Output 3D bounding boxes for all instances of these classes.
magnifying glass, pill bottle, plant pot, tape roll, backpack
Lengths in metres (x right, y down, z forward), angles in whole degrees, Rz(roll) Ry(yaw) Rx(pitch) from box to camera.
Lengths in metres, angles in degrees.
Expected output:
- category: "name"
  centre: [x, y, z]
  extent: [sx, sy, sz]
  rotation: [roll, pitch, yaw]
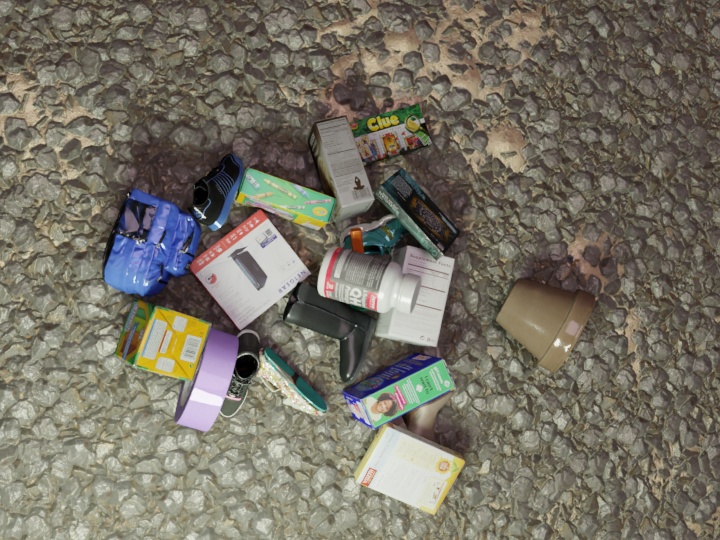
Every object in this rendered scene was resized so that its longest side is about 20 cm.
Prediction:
- category: "magnifying glass"
  centre: [0.000, 0.000, 1.733]
  extent: [0.080, 0.022, 0.200]
  rotation: [-9, 120, -3]
- category: "pill bottle"
  centre: [0.020, 0.025, 1.649]
  extent: [0.200, 0.111, 0.111]
  rotation: [15, 81, 13]
- category: "plant pot"
  centre: [0.410, 0.104, 1.797]
  extent: [0.175, 0.200, 0.200]
  rotation: [30, 79, 9]
- category: "tape roll"
  centre: [-0.311, 0.219, 1.595]
  extent: [0.066, 0.200, 0.200]
  rotation: [19, 81, -16]
- category: "backpack"
  centre: [-0.426, -0.043, 1.605]
  extent: [0.168, 0.163, 0.200]
  rotation: [21, 84, 4]

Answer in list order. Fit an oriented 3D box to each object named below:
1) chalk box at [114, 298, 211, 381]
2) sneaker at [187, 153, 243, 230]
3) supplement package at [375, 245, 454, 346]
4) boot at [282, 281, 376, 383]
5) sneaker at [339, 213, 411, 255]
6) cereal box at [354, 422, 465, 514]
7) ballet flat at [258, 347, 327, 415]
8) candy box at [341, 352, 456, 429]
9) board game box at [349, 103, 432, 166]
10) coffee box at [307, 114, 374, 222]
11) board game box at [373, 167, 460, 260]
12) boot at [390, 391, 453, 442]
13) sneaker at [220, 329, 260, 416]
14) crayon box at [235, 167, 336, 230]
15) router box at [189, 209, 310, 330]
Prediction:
- category: "chalk box"
  centre: [-0.405, 0.135, 1.584]
  extent: [0.124, 0.200, 0.125]
  rotation: [22, 81, -31]
- category: "sneaker"
  centre: [-0.305, -0.181, 1.662]
  extent: [0.078, 0.070, 0.200]
  rotation: [38, 44, -35]
- category: "supplement package"
  centre: [0.119, 0.059, 1.755]
  extent: [0.117, 0.117, 0.200]
  rotation: [15, 82, -12]
- category: "boot"
  centre: [-0.077, 0.134, 1.706]
  extent: [0.200, 0.066, 0.165]
  rotation: [28, 67, -27]
- category: "sneaker"
  centre: [0.055, -0.069, 1.765]
  extent: [0.200, 0.078, 0.080]
  rotation: [-19, 58, -5]
- category: "cereal box"
  centre: [0.106, 0.426, 1.707]
  extent: [0.200, 0.040, 0.144]
  rotation: [27, 99, -14]
- category: "ballet flat"
  centre: [-0.159, 0.249, 1.708]
  extent: [0.200, 0.076, 0.064]
  rotation: [46, 108, -1]
- category: "candy box"
  centre: [0.079, 0.255, 1.702]
  extent: [0.200, 0.169, 0.077]
  rotation: [-26, 95, -14]
- category: "board game box"
  centre: [0.061, -0.309, 1.814]
  extent: [0.200, 0.023, 0.105]
  rotation: [-20, 88, -20]
- category: "coffee box"
  centre: [-0.044, -0.221, 1.731]
  extent: [0.080, 0.114, 0.200]
  rotation: [-16, 80, -15]
- category: "board game box"
  centre: [0.127, -0.125, 1.726]
  extent: [0.200, 0.028, 0.135]
  rotation: [48, 33, -2]
- category: "boot"
  centre: [0.139, 0.362, 1.765]
  extent: [0.200, 0.070, 0.146]
  rotation: [-22, 97, -13]
- category: "sneaker"
  centre: [-0.258, 0.229, 1.637]
  extent: [0.071, 0.099, 0.200]
  rotation: [16, 106, -12]
- category: "crayon box"
  centre: [-0.164, -0.152, 1.707]
  extent: [0.200, 0.119, 0.058]
  rotation: [19, 81, -11]
- category: "router box"
  centre: [-0.239, -0.001, 1.711]
  extent: [0.200, 0.049, 0.180]
  rotation: [-40, 94, -13]
